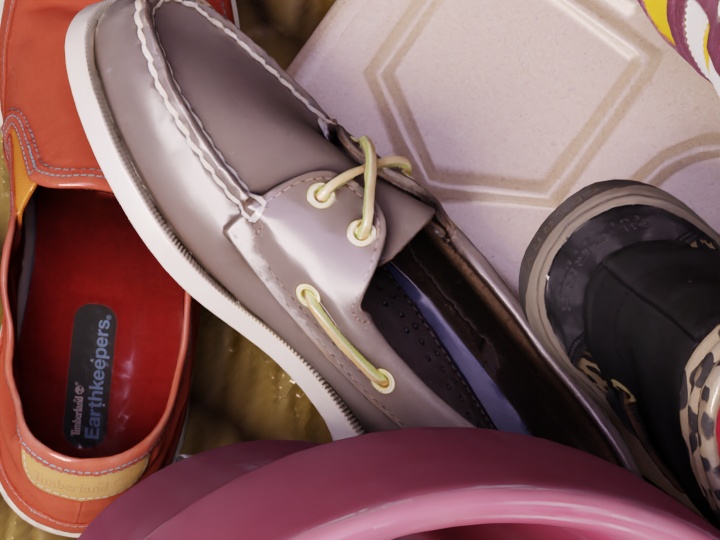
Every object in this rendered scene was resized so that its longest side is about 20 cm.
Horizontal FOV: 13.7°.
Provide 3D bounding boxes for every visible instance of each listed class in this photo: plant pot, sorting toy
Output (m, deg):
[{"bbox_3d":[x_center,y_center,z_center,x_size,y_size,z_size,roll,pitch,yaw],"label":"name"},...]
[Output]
[{"bbox_3d":[-0.002,0.123,0.703,0.200,0.179,0.201,-3,102,-17],"label":"plant pot"},{"bbox_3d":[0.092,-0.057,0.841,0.185,0.036,0.200,36,95,10],"label":"sorting toy"}]

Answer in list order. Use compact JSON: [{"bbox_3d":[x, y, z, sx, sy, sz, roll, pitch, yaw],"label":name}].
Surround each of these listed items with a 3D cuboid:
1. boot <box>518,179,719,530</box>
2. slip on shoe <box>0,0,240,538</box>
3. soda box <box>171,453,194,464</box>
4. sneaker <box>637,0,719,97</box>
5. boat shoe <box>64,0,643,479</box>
[{"bbox_3d":[0.134,0.060,0.741,0.200,0.151,0.073,42,92,-14],"label":"boot"},{"bbox_3d":[-0.069,-0.027,0.834,0.074,0.061,0.200,6,76,-8],"label":"slip on shoe"},{"bbox_3d":[-0.071,0.151,0.828,0.071,0.063,0.200,32,90,9],"label":"soda box"},{"bbox_3d":[0.116,-0.057,0.717,0.075,0.090,0.200,-41,60,9],"label":"sneaker"},{"bbox_3d":[0.000,0.000,0.803,0.059,0.072,0.200,-30,100,39],"label":"boat shoe"}]
